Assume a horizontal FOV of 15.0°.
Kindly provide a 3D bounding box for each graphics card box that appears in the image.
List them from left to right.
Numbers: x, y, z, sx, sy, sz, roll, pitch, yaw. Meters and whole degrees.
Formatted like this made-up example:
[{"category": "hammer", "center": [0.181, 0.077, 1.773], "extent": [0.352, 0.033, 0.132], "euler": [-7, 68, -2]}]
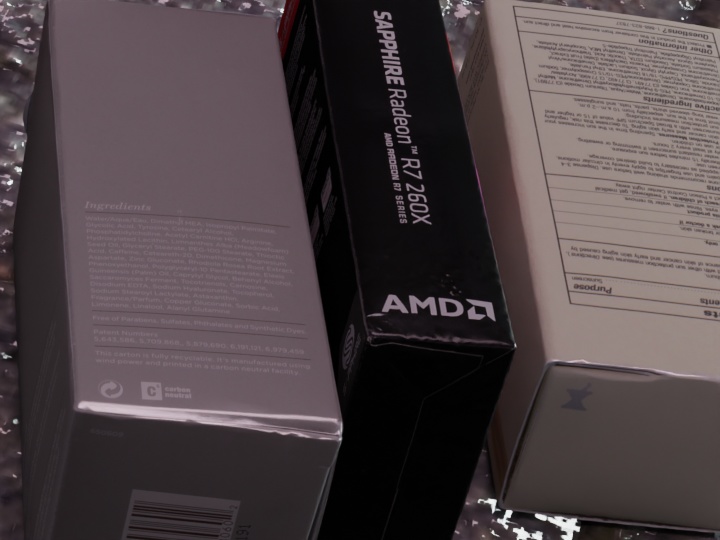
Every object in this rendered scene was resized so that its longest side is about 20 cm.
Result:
[{"category": "graphics card box", "center": [0.000, 0.000, 0.888], "extent": [0.051, 0.126, 0.201], "euler": [6, 40, -12]}]

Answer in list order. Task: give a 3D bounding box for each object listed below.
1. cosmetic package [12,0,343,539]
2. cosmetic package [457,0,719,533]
[{"category": "cosmetic package", "center": [-0.064, 0.013, 0.868], "extent": [0.090, 0.107, 0.201], "euler": [6, 42, -11]}, {"category": "cosmetic package", "center": [0.093, -0.005, 0.965], "extent": [0.105, 0.071, 0.201], "euler": [8, 40, -10]}]
